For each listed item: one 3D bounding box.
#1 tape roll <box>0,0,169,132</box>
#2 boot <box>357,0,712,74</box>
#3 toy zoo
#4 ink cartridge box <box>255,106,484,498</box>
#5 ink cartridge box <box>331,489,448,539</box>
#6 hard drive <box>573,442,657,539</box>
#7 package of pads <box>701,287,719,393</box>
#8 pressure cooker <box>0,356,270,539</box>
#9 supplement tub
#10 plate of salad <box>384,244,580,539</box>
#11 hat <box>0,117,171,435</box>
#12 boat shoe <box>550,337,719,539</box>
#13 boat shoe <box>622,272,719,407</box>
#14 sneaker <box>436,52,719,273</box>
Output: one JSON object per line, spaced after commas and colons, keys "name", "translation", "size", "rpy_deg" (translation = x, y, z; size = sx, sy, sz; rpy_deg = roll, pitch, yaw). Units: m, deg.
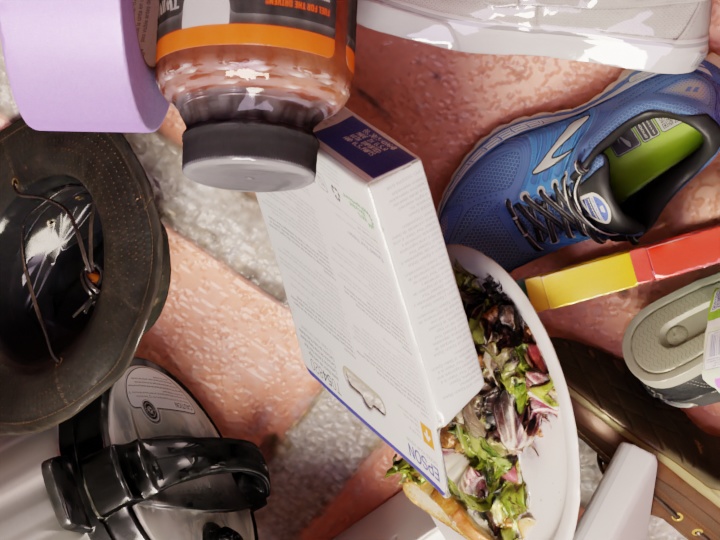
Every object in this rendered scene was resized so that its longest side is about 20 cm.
{"name": "tape roll", "translation": [-0.138, -0.173, 1.393], "size": [0.065, 0.201, 0.201], "rpy_deg": [1, 121, 5]}
{"name": "boot", "translation": [0.096, -0.169, 1.454], "size": [0.198, 0.074, 0.096], "rpy_deg": [6, 108, 0]}
{"name": "toy zoo", "translation": [0.171, -0.007, 1.498], "size": [0.199, 0.131, 0.021], "rpy_deg": [-16, 89, 15]}
{"name": "ink cartridge box", "translation": [0.000, 0.000, 1.489], "size": [0.040, 0.199, 0.201], "rpy_deg": [-24, 120, -17]}
{"name": "ink cartridge box", "translation": [0.076, 0.230, 1.671], "size": [0.146, 0.084, 0.200], "rpy_deg": [-36, 109, 23]}
{"name": "hard drive", "translation": [0.115, 0.211, 1.535], "size": [0.026, 0.201, 0.132], "rpy_deg": [24, 154, 15]}
{"name": "package of pads", "translation": [0.305, 0.066, 1.457], "size": [0.200, 0.069, 0.154], "rpy_deg": [34, 148, -30]}
{"name": "pressure cooker", "translation": [-0.152, 0.151, 1.599], "size": [0.199, 0.176, 0.179], "rpy_deg": [-27, 116, 22]}
{"name": "supplement tub", "translation": [-0.053, -0.146, 1.397], "size": [0.106, 0.107, 0.202], "rpy_deg": [1, 78, 6]}
{"name": "plate of salad", "translation": [0.060, 0.086, 1.507], "size": [0.048, 0.200, 0.201], "rpy_deg": [-12, 125, -27]}
{"name": "hat", "translation": [-0.167, 0.002, 1.560], "size": [0.081, 0.201, 0.201], "rpy_deg": [6, 135, -51]}
{"name": "boat shoe", "translation": [0.173, 0.116, 1.601], "size": [0.200, 0.072, 0.068], "rpy_deg": [35, 116, -16]}
{"name": "boat shoe", "translation": [0.254, 0.025, 1.550], "size": [0.199, 0.072, 0.068], "rpy_deg": [-22, 141, 14]}
{"name": "sneaker", "translation": [0.122, -0.051, 1.499], "size": [0.199, 0.089, 0.079], "rpy_deg": [-34, 110, 23]}
